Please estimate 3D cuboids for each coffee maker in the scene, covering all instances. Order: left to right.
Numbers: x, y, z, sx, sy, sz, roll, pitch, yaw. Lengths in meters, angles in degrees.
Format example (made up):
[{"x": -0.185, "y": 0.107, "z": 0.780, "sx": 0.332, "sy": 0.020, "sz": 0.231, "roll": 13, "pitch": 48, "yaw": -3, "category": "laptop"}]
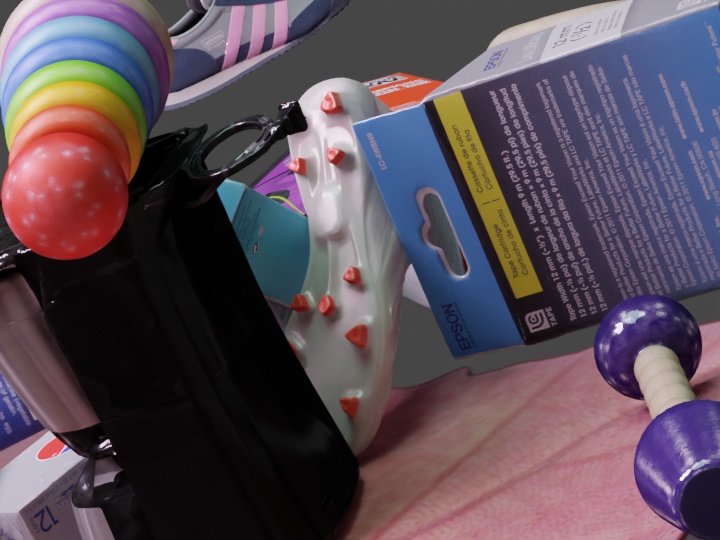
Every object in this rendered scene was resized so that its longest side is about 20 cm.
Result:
[{"x": -0.082, "y": 0.048, "z": 1.341, "sx": 0.192, "sy": 0.200, "sz": 0.135, "roll": -11, "pitch": 25, "yaw": 43, "category": "coffee maker"}]

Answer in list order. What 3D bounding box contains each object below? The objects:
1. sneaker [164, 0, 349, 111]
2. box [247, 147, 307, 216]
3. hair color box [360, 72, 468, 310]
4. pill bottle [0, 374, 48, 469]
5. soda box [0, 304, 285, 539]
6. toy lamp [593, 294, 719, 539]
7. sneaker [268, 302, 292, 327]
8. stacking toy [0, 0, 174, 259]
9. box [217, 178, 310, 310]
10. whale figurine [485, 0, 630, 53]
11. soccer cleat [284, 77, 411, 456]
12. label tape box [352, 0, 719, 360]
[{"x": -0.096, "y": -0.209, "z": 2.306, "sx": 0.200, "sy": 0.082, "sz": 0.070, "roll": -33, "pitch": 18, "yaw": -21, "category": "sneaker"}, {"x": 0.007, "y": -0.058, "z": 1.798, "sx": 0.199, "sy": 0.036, "sz": 0.143, "roll": -12, "pitch": 22, "yaw": 36, "category": "box"}, {"x": 0.042, "y": -0.043, "z": 1.562, "sx": 0.064, "sy": 0.111, "sz": 0.200, "roll": -17, "pitch": 14, "yaw": -18, "category": "hair color box"}, {"x": -0.180, "y": 0.062, "z": 1.593, "sx": 0.199, "sy": 0.111, "sz": 0.111, "roll": -26, "pitch": 17, "yaw": 0, "category": "pill bottle"}, {"x": -0.116, "y": 0.096, "z": 1.479, "sx": 0.068, "sy": 0.064, "sz": 0.200, "roll": -7, "pitch": 26, "yaw": 48, "category": "soda box"}, {"x": 0.139, "y": 0.063, "z": 1.222, "sx": 0.058, "sy": 0.058, "sz": 0.200, "roll": -24, "pitch": 17, "yaw": 6, "category": "toy lamp"}, {"x": -0.079, "y": 0.002, "z": 1.694, "sx": 0.200, "sy": 0.073, "sz": 0.114, "roll": -14, "pitch": 16, "yaw": 30, "category": "sneaker"}, {"x": -0.128, "y": -0.065, "z": 1.269, "sx": 0.085, "sy": 0.086, "sz": 0.200, "roll": -24, "pitch": 22, "yaw": 8, "category": "stacking toy"}, {"x": -0.068, "y": -0.018, "z": 1.511, "sx": 0.082, "sy": 0.049, "sz": 0.200, "roll": 20, "pitch": -2, "yaw": 20, "category": "box"}, {"x": 0.170, "y": -0.102, "z": 1.629, "sx": 0.199, "sy": 0.104, "sz": 0.159, "roll": -7, "pitch": 0, "yaw": -23, "category": "whale figurine"}, {"x": 0.000, "y": 0.000, "z": 1.454, "sx": 0.069, "sy": 0.201, "sz": 0.077, "roll": -10, "pitch": -15, "yaw": 36, "category": "soccer cleat"}, {"x": 0.117, "y": -0.051, "z": 1.424, "sx": 0.199, "sy": 0.144, "sz": 0.066, "roll": -17, "pitch": 19, "yaw": 22, "category": "label tape box"}]
